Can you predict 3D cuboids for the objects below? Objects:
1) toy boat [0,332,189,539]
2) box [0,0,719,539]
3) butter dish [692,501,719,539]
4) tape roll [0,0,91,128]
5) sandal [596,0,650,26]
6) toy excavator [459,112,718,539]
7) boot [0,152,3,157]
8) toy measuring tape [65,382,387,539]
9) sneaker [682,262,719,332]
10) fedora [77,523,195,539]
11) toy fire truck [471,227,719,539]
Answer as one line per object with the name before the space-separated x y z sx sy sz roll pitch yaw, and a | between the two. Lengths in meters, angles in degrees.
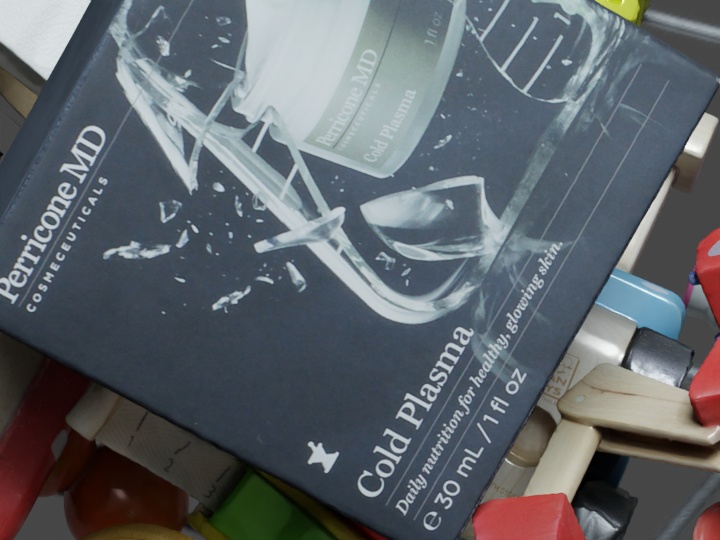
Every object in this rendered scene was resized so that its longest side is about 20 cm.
toy boat | -0.124 0.069 1.023 0.131 0.130 0.201 38 58 -19
box | -0.014 -0.036 0.904 0.196 0.124 0.201 29 94 -12
butter dish | 0.235 0.144 0.867 0.199 0.148 0.201 -1 64 -12
tape roll | -0.112 -0.069 1.046 0.202 0.203 0.037 38 81 16
sandal | 0.092 -0.131 1.181 0.087 0.080 0.201 20 57 10
toy excavator | 0.093 0.022 1.079 0.099 0.200 0.195 22 100 6
boot | -0.247 -0.007 1.040 0.162 0.074 0.199 6 49 24
toy measuring tape | -0.031 0.099 0.950 0.073 0.200 0.074 -16 57 26
sneaker | 0.239 -0.016 1.129 0.200 0.081 0.088 -37 71 -16
fedora | -0.060 0.192 0.938 0.082 0.201 0.201 3 49 -48
toy fire truck | 0.120 0.053 0.922 0.140 0.049 0.200 -16 29 20
